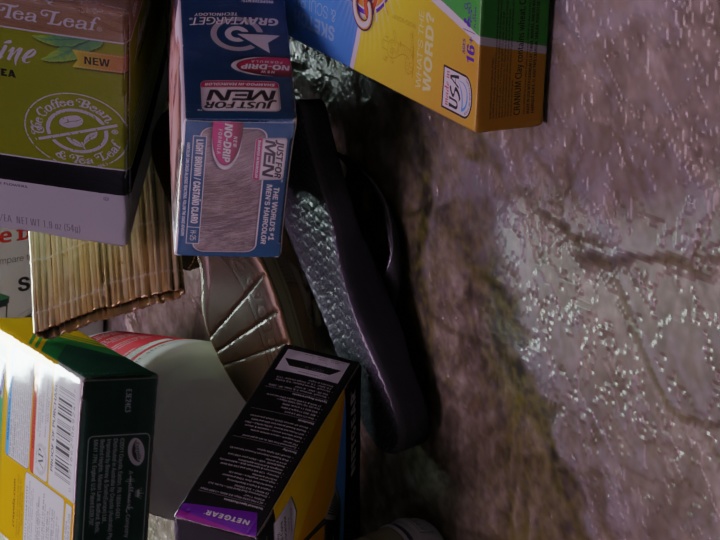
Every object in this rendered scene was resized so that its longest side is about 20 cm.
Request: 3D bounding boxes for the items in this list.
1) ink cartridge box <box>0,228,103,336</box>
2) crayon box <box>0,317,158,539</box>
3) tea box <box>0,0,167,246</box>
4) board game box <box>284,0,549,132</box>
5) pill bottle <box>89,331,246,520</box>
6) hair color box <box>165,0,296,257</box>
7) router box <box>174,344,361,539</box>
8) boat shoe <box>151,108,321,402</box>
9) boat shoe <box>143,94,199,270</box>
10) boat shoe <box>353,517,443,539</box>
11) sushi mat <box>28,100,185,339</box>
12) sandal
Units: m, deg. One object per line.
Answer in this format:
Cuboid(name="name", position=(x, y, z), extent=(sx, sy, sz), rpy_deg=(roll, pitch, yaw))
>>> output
Cuboid(name="ink cartridge box", position=(-0.264, 0.031, 1.629), extent=(0.084, 0.146, 0.200), rpy_deg=(35, 129, 52))
Cuboid(name="crayon box", position=(-0.186, 0.102, 1.369), extent=(0.200, 0.052, 0.126), rpy_deg=(21, 109, 58))
Cuboid(name="tea box", position=(-0.218, -0.137, 1.319), extent=(0.197, 0.200, 0.134), rpy_deg=(95, -177, -48))
Cuboid(name="board game box", position=(0.025, -0.169, 1.140), extent=(0.200, 0.040, 0.153), rpy_deg=(33, 127, 55))
Cuboid(name="pill bottle", position=(-0.142, 0.096, 1.459), extent=(0.200, 0.112, 0.112), rpy_deg=(3, 101, 61))
Cuboid(name="hair color box", position=(-0.074, -0.111, 1.242), extent=(0.200, 0.060, 0.100), rpy_deg=(-98, 11, -45))
Cuboid(name="router box", position=(-0.048, 0.164, 1.243), extent=(0.051, 0.149, 0.200), rpy_deg=(14, 130, 16))
Cuboid(name="boat shoe", position=(-0.061, -0.007, 1.347), extent=(0.073, 0.063, 0.201), rpy_deg=(-35, 73, 46))
Cuboid(name="boat shoe", position=(-0.145, -0.067, 1.459), extent=(0.200, 0.067, 0.072), rpy_deg=(48, 139, 45))
Cuboid(name="boat shoe", position=(0.019, 0.237, 1.256), extent=(0.072, 0.062, 0.200), rpy_deg=(2, 100, 62))
Cuboid(name="sushi mat", position=(-0.161, -0.049, 1.403), extent=(0.012, 0.096, 0.200), rpy_deg=(65, -168, -49))
Cuboid(name="sandal", position=(0.000, 0.000, 1.251), extent=(0.076, 0.043, 0.200), rpy_deg=(-7, 102, 69))
